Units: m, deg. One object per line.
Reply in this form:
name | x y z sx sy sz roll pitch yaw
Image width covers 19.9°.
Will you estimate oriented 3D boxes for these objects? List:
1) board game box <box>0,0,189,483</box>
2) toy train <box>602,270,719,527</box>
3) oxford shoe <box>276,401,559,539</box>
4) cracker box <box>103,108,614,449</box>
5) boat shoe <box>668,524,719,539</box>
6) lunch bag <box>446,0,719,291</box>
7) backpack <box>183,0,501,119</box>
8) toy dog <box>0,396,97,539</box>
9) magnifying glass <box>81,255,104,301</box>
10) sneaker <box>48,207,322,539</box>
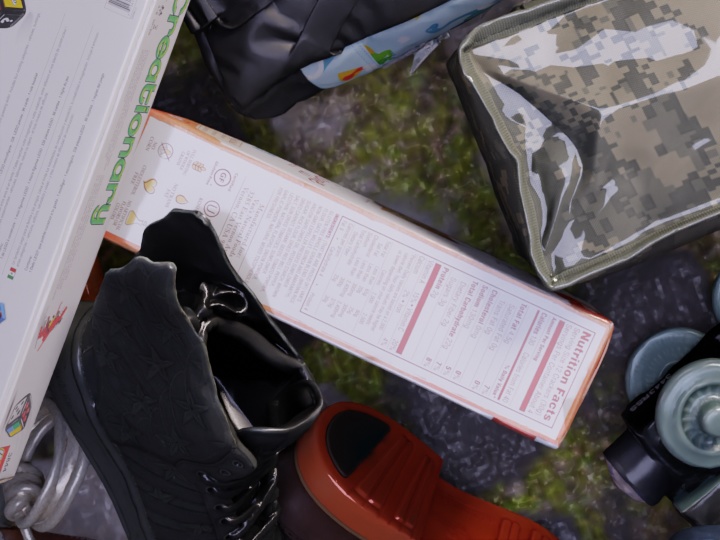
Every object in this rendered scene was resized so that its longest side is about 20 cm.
board game box | -0.153 -0.038 0.753 0.126 0.035 0.201 25 100 15
toy train | 0.199 0.042 0.864 0.200 0.085 0.114 -42 102 2
oxford shoe | 0.040 0.140 0.891 0.200 0.071 0.073 43 128 -7
cracker box | 0.000 0.000 0.840 0.199 0.134 0.058 26 93 1
boat shoe | 0.137 0.195 0.857 0.084 0.069 0.201 8 109 11
lunch bag | 0.142 -0.079 0.813 0.199 0.164 0.118 -20 94 3
backpack | 0.024 -0.172 0.836 0.199 0.154 0.164 -26 85 26
toy dog | -0.128 0.163 0.855 0.131 0.096 0.201 -25 55 37
magnifying glass | -0.146 -0.067 0.902 0.079 0.022 0.201 -16 90 4
sneaker | -0.055 0.067 0.796 0.104 0.060 0.200 -5 125 40
